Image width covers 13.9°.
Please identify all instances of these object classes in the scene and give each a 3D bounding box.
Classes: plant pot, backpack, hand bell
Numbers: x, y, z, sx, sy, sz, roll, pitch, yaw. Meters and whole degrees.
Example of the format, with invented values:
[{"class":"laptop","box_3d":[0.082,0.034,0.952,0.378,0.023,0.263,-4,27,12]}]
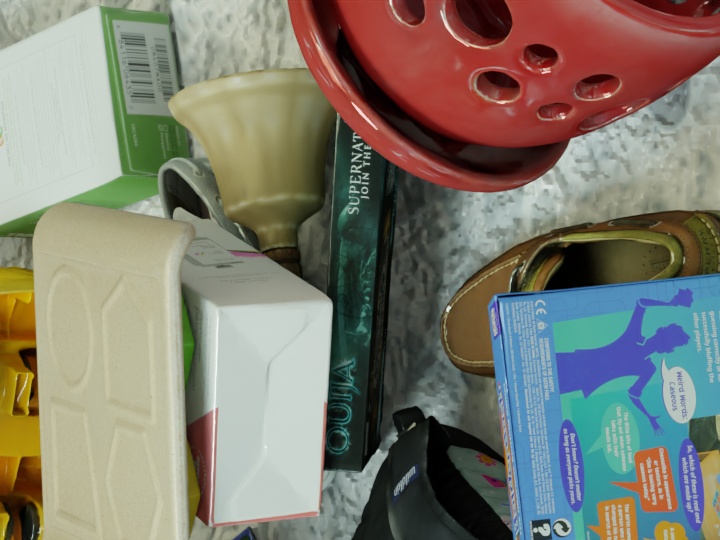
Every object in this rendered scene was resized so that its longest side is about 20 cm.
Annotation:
[{"class":"plant pot","box_3d":[0.073,-0.153,1.437,0.182,0.200,0.201,-37,65,42]},{"class":"backpack","box_3d":[0.065,0.176,1.465,0.200,0.126,0.168,36,108,62]},{"class":"hand bell","box_3d":[-0.042,0.001,1.602,0.104,0.104,0.201,-16,77,42]}]

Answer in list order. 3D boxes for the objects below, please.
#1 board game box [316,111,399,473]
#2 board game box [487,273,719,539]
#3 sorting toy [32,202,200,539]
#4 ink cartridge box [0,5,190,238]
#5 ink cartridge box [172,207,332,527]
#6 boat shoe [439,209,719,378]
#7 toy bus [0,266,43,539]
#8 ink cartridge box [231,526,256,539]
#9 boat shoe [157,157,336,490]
[{"class":"board game box","box_3d":[0.000,0.000,1.554,0.028,0.135,0.202,4,91,4]},{"class":"board game box","box_3d":[0.165,0.078,1.359,0.045,0.199,0.153,104,161,-82]},{"class":"sorting toy","box_3d":[-0.123,0.070,1.512,0.185,0.036,0.202,11,99,63]},{"class":"ink cartridge box","box_3d":[-0.192,-0.080,1.781,0.199,0.059,0.105,-19,76,42]},{"class":"ink cartridge box","box_3d":[-0.087,0.045,1.542,0.200,0.067,0.117,-149,59,-60]},{"class":"boat shoe","box_3d":[0.104,0.008,1.490,0.199,0.068,0.072,-23,75,42]},{"class":"toy bus","box_3d":[-0.229,0.090,1.776,0.192,0.135,0.201,24,108,55]},{"class":"ink cartridge box","box_3d":[-0.070,0.260,1.672,0.119,0.042,0.201,-41,61,35]},{"class":"boat shoe","box_3d":[-0.064,0.032,1.652,0.074,0.065,0.203,-25,72,41]}]
